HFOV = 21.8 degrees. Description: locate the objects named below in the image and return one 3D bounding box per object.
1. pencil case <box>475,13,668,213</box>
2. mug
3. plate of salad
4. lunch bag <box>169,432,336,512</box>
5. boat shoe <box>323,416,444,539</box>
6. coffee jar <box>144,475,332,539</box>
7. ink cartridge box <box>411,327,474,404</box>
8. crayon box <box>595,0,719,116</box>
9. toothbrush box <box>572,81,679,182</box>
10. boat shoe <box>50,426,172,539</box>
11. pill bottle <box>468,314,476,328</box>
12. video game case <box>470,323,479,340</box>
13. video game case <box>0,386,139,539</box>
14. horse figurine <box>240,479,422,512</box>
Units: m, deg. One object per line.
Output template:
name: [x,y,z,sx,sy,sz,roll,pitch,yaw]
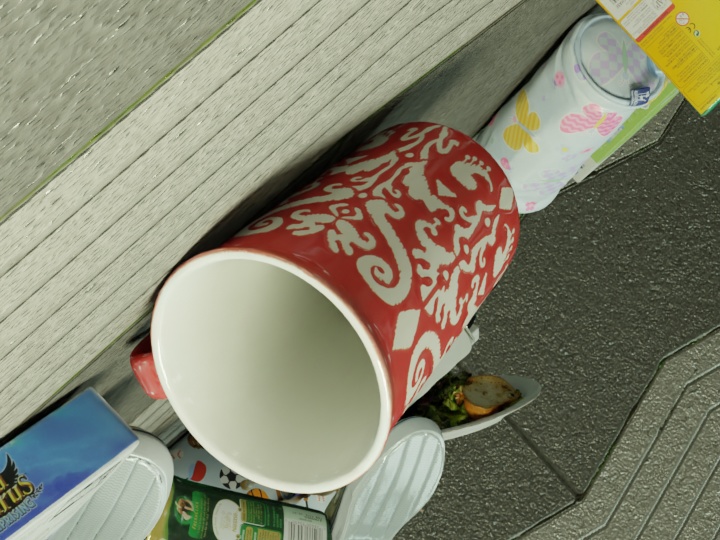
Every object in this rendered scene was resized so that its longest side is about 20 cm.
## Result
pencil case: [0.162,-0.122,1.480,0.090,0.084,0.200,-14,161,-31]
mug: [-0.021,0.002,0.991,0.200,0.176,0.134,-44,142,-51]
plate of salad: [0.060,0.112,1.651,0.199,0.048,0.200,-12,-171,2]
lunch bag: [-0.109,0.241,1.816,0.170,0.200,0.124,-39,175,-34]
boat shoe: [0.005,0.189,1.549,0.072,0.062,0.201,12,124,-28]
coffee jar: [-0.130,0.221,1.520,0.104,0.199,0.086,-46,-147,50]
ink cartridge box: [-0.017,0.085,1.603,0.146,0.083,0.200,-40,-171,-30]
crayon box: [0.261,-0.214,1.230,0.200,0.119,0.058,-44,175,26]
toothbrush box: [0.253,-0.187,1.673,0.145,0.086,0.200,-41,175,-31]
boat shoe: [-0.173,0.144,1.150,0.200,0.072,0.062,-47,-155,42]
pill bottle: [0.042,0.041,1.821,0.200,0.112,0.112,-41,176,-31]
video game case: [0.005,0.090,1.877,0.200,0.143,0.018,-40,140,-35]
video game case: [-0.226,0.162,0.964,0.181,0.045,0.200,-47,174,33]
horse figurine: [-0.008,0.184,1.655,0.199,0.050,0.132,5,157,-37]
